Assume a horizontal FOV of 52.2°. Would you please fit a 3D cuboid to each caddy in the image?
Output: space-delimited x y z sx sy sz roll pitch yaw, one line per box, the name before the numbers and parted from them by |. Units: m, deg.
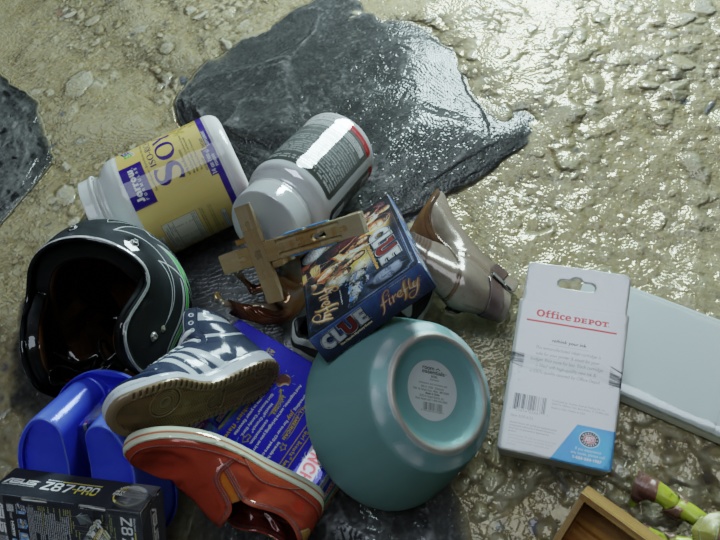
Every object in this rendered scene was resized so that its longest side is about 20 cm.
caddy | -0.263 0.205 0.759 0.138 0.204 0.105 4 17 10

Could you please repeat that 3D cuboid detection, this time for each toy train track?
toy train track | -0.074 -0.032 0.824 0.197 0.117 0.032 -14 9 31

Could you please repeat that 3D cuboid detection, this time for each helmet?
helmet | -0.286 0.044 0.849 0.196 0.201 0.194 -6 66 6

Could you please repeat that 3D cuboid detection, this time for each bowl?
bowl | 0.053 0.132 0.739 0.197 0.105 0.205 10 68 -26

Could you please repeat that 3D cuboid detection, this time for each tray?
tray | 0.267 0.301 0.667 0.199 0.037 0.100 34 105 27

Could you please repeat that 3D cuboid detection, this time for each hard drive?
hard drive | 0.327 0.092 0.822 0.197 0.026 0.133 23 64 21

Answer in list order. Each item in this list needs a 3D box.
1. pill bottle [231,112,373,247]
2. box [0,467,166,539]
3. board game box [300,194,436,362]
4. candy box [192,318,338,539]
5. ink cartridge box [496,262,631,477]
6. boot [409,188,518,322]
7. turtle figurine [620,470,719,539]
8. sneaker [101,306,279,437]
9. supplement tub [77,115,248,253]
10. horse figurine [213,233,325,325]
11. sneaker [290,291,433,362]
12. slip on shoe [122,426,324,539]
pill bottle | -0.071 -0.107 0.927 0.112 0.116 0.201 17 41 19
box | -0.263 0.297 0.703 0.158 0.204 0.049 3 17 13
board game box | 0.000 0.000 0.800 0.134 0.035 0.201 -35 24 8
candy box | -0.105 0.177 0.811 0.198 0.078 0.170 27 64 25
ink cartridge box | 0.218 0.103 0.782 0.114 0.067 0.204 9 73 17
boot | 0.125 -0.015 0.892 0.145 0.071 0.201 31 34 -1
turtle figurine | 0.329 0.263 0.688 0.159 0.064 0.203 13 73 25
sneaker | -0.187 0.099 0.748 0.198 0.071 0.108 -9 39 -48
supplement tub | -0.251 -0.100 0.969 0.197 0.146 0.147 -26 57 -8
horse figurine | -0.101 0.005 0.920 0.130 0.050 0.202 20 44 0
sneaker | 0.004 0.052 0.871 0.198 0.081 0.074 -32 56 -13
slip on shoe | -0.127 0.200 0.678 0.197 0.074 0.062 27 44 -10
